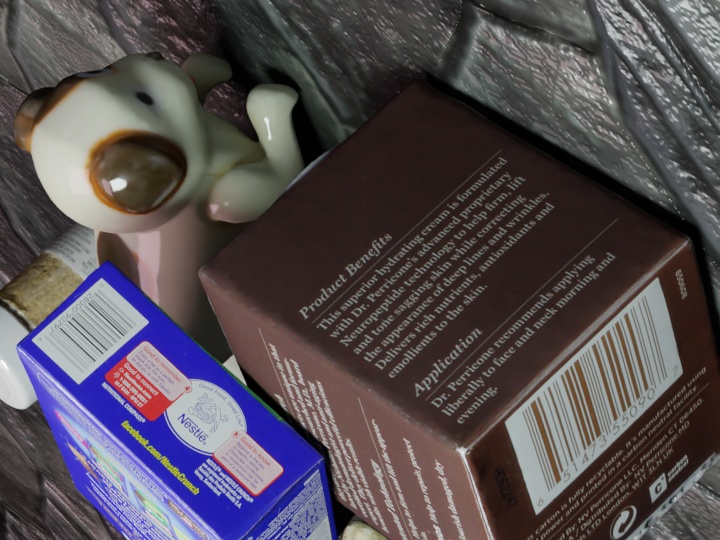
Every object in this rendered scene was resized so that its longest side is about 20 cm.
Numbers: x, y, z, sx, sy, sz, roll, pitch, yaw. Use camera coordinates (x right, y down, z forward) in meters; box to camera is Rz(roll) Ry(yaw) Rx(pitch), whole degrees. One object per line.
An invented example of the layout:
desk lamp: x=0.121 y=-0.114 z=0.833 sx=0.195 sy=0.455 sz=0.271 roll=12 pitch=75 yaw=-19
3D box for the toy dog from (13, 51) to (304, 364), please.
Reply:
toy dog: x=-0.117 y=-0.042 z=1.664 sx=0.140 sy=0.194 sz=0.200 roll=43 pitch=170 yaw=41

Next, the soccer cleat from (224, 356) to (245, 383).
soccer cleat: x=-0.077 y=0.040 z=1.912 sx=0.078 sy=0.069 sz=0.200 roll=43 pitch=167 yaw=1

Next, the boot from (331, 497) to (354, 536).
boot: x=-0.039 y=0.092 z=1.771 sx=0.200 sy=0.168 sz=0.076 roll=20 pitch=148 yaw=54

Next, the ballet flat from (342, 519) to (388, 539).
ballet flat: x=0.030 y=0.252 z=2.088 sx=0.066 sy=0.057 sz=0.200 roll=27 pitch=151 yaw=44

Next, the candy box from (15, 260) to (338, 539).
candy box: x=-0.092 y=0.111 z=1.580 sx=0.169 sy=0.077 sz=0.200 roll=42 pitch=162 yaw=21

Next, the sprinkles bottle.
sprinkles bottle: x=-0.156 y=-0.002 z=1.790 sx=0.068 sy=0.200 sz=0.068 roll=41 pitch=158 yaw=20

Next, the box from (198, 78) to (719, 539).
box: x=0.057 y=0.043 z=1.481 sx=0.200 sy=0.166 sz=0.164 roll=34 pitch=157 yaw=37
